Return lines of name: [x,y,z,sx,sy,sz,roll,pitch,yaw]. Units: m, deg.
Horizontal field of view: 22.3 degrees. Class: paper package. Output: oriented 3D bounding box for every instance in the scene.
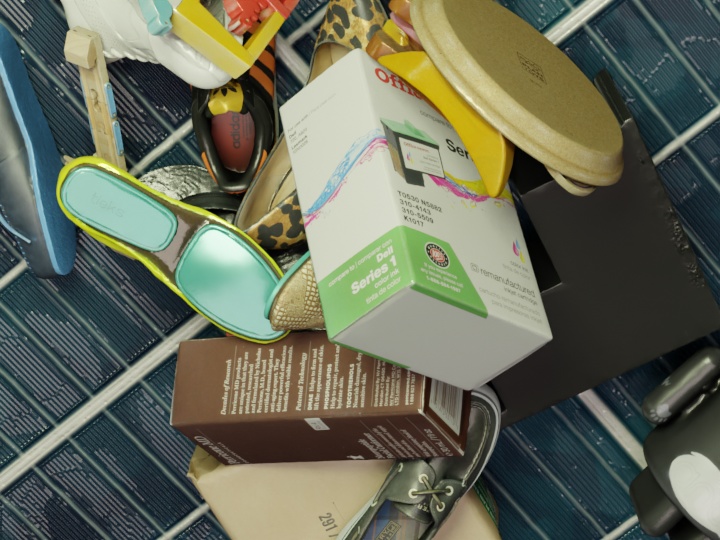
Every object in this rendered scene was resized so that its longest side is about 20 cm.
paper package: [-0.006,0.183,1.475,0.190,0.104,0.200,-28,108,11]

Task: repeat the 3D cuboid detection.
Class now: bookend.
bookend: [0.143,-0.012,1.384,0.200,0.092,0.199,-26,119,7]

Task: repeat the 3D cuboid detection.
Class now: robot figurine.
robot figurine: [0.306,0.140,1.450,0.200,0.125,0.150,-46,148,16]

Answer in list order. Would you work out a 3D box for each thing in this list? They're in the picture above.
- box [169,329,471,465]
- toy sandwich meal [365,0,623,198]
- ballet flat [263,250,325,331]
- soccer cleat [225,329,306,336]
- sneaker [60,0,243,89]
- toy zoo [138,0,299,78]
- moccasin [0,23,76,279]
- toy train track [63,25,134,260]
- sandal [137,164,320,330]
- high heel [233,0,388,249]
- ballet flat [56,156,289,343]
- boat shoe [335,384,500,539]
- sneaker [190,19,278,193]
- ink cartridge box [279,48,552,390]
box: [-0.029,0.093,1.345,0.200,0.075,0.100,-4,155,23]
toy sandwich meal: [0.090,-0.117,1.242,0.205,0.205,0.070,36,116,-13]
ballet flat: [0.000,0.000,1.321,0.065,0.200,0.071,33,125,8]
soccer cleat: [-0.043,0.050,1.439,0.200,0.069,0.078,-33,97,8]
sneaker: [-0.158,-0.181,1.318,0.200,0.078,0.099,45,133,28]
toy zoo: [-0.099,-0.221,1.272,0.131,0.200,0.020,44,135,-15]
moccasin: [-0.271,-0.088,1.391,0.068,0.080,0.200,-14,97,11]
toy train track: [-0.195,-0.086,1.356,0.115,0.033,0.200,23,136,31]
sandal: [-0.091,-0.024,1.394,0.200,0.048,0.075,28,87,10]
high heel: [-0.037,-0.115,1.337,0.071,0.142,0.200,22,123,38]
ballet flat: [-0.130,-0.020,1.328,0.200,0.067,0.067,34,94,-6]
boat shoe: [0.044,0.174,1.388,0.069,0.057,0.200,30,107,-12]
sneaker: [-0.095,-0.153,1.348,0.070,0.090,0.200,-5,112,2]
ink cartridge box: [0.036,-0.035,1.257,0.145,0.200,0.084,21,134,-41]
